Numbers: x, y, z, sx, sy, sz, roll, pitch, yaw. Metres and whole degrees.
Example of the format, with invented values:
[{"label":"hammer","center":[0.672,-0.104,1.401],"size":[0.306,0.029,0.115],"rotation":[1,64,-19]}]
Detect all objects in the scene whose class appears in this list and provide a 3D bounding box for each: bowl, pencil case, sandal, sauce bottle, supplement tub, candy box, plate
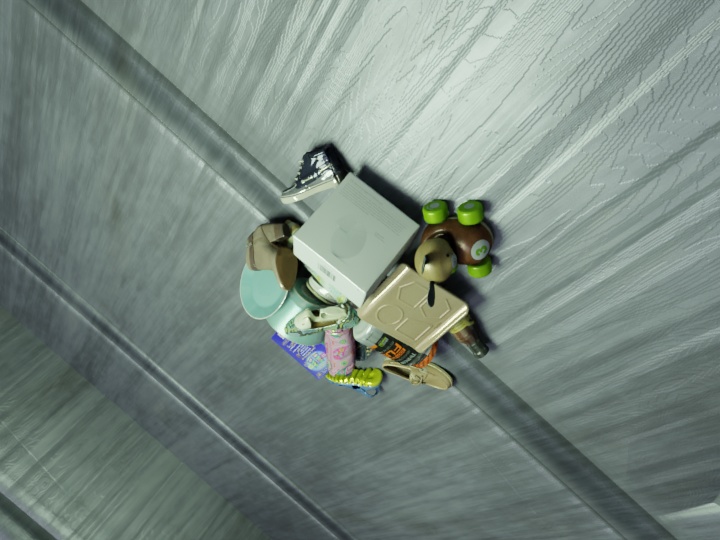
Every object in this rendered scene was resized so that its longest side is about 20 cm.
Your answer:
[{"label":"bowl","center":[-0.154,0.096,1.521],"size":[0.200,0.201,0.105],"rotation":[36,118,3]},{"label":"pencil case","center":[-0.057,0.201,1.510],"size":[0.087,0.088,0.201],"rotation":[20,137,19]},{"label":"sandal","center":[-0.019,0.337,1.697],"size":[0.198,0.080,0.088],"rotation":[8,133,31]},{"label":"sauce bottle","center":[0.238,0.127,1.353],"size":[0.066,0.066,0.201],"rotation":[-25,110,44]},{"label":"supplement tub","center":[0.090,0.161,1.415],"size":[0.199,0.123,0.122],"rotation":[29,140,-17]},{"label":"candy box","center":[-0.149,0.212,1.678],"size":[0.200,0.077,0.169],"rotation":[41,138,-4]},{"label":"plate","center":[-0.249,0.030,1.488],"size":[0.199,0.203,0.025],"rotation":[-9,164,39]}]

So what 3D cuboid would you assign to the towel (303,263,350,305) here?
[{"label":"towel","center":[-0.070,-0.026,1.400],"size":[0.200,0.048,0.172],"rotation":[47,136,20]}]

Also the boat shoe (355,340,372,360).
[{"label":"boat shoe","center":[0.021,0.192,1.556],"size":[0.091,0.071,0.200],"rotation":[49,144,-11]}]

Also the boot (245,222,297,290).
[{"label":"boot","center":[-0.235,-0.027,1.434],"size":[0.145,0.202,0.070],"rotation":[-21,153,36]}]

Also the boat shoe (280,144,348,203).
[{"label":"boat shoe","center":[-0.123,-0.226,1.308],"size":[0.198,0.075,0.094],"rotation":[-15,109,33]}]

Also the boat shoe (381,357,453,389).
[{"label":"boat shoe","center":[0.155,0.287,1.541],"size":[0.198,0.065,0.072],"rotation":[19,134,21]}]

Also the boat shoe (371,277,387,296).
[{"label":"boat shoe","center":[0.078,0.062,1.348],"size":[0.199,0.060,0.072],"rotation":[28,172,-38]}]

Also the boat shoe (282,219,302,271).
[{"label":"boat shoe","center":[-0.195,-0.053,1.507],"size":[0.076,0.071,0.201],"rotation":[40,132,20]}]

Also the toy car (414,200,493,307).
[{"label":"toy car","center":[0.177,-0.025,1.166],"size":[0.156,0.200,0.166],"rotation":[5,128,31]}]

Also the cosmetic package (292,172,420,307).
[{"label":"cosmetic package","center":[-0.011,-0.066,1.235],"size":[0.199,0.200,0.123],"rotation":[38,163,7]}]

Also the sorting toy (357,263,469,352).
[{"label":"sorting toy","center":[0.120,0.087,1.291],"size":[0.199,0.037,0.185],"rotation":[33,122,-18]}]

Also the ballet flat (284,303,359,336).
[{"label":"ballet flat","center":[-0.104,0.117,1.398],"size":[0.197,0.075,0.075],"rotation":[-12,122,8]}]

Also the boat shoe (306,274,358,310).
[{"label":"boat shoe","center":[-0.048,0.060,1.493],"size":[0.199,0.075,0.069],"rotation":[31,125,3]}]
